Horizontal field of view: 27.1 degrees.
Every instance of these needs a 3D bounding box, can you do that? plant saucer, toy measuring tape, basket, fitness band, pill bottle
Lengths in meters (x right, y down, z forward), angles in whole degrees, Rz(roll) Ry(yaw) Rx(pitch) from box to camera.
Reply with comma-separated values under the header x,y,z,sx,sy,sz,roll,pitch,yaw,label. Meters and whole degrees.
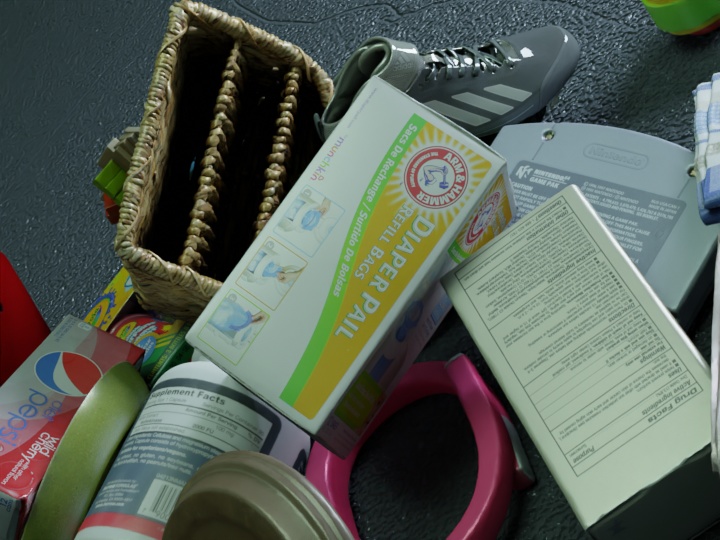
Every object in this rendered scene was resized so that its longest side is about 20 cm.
x,y,z,sx,sy,sz,roll,pitch,yaw,label
-0.186,0.163,1.047,0.031,0.201,0.201,20,56,6,plant saucer
0.247,-0.188,1.058,0.073,0.074,0.200,-37,31,9,toy measuring tape
-0.083,-0.067,1.076,0.141,0.149,0.202,11,72,3,basket
-0.055,0.200,0.826,0.029,0.202,0.199,-14,10,-39,plant saucer
0.032,0.130,0.942,0.143,0.037,0.200,-37,30,10,fitness band
-0.101,0.132,1.007,0.119,0.120,0.201,-11,43,41,pill bottle

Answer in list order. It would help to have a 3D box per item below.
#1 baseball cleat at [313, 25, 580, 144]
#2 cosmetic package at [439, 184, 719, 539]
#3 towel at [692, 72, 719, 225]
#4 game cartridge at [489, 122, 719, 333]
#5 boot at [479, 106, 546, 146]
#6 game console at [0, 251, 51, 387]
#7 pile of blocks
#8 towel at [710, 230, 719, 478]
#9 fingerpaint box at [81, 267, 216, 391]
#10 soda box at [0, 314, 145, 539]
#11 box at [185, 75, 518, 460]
x,y,z,sx,sy,sz,roll,pitch,yaw,label
0.062,-0.132,1.046,0.199,0.107,0.070,-32,44,-6,baseball cleat
0.134,0.057,0.837,0.105,0.071,0.201,-34,46,8,cosmetic package
0.270,-0.092,0.896,0.146,0.024,0.200,-17,22,20,towel
0.150,-0.030,0.967,0.199,0.040,0.134,20,73,42,game cartridge
0.039,-0.117,1.193,0.200,0.076,0.168,-43,34,10,boot
-0.295,0.120,1.196,0.172,0.118,0.201,-43,34,24,game console
-0.169,-0.067,1.219,0.199,0.082,0.062,3,48,50,pile of blocks
0.273,0.026,0.735,0.198,0.032,0.192,-5,41,17,towel
-0.132,0.022,1.219,0.166,0.073,0.201,11,59,54,fingerpaint box
-0.223,0.112,1.039,0.200,0.070,0.064,-59,-8,-59,soda box
0.000,0.000,0.926,0.101,0.113,0.201,34,83,16,box
